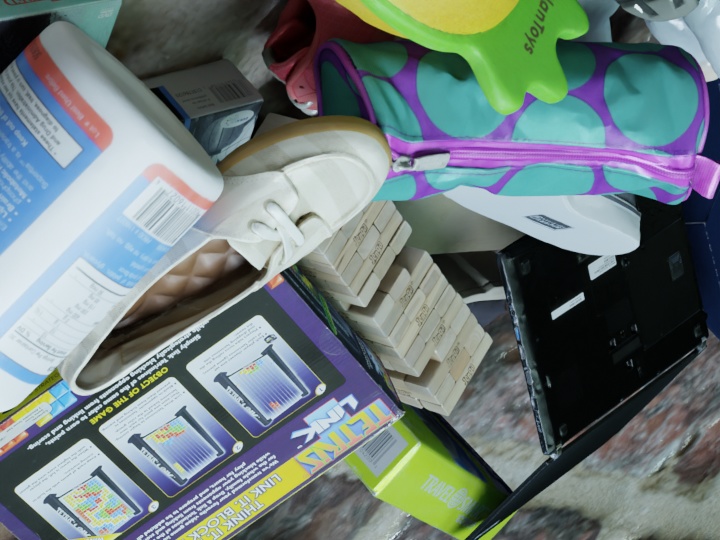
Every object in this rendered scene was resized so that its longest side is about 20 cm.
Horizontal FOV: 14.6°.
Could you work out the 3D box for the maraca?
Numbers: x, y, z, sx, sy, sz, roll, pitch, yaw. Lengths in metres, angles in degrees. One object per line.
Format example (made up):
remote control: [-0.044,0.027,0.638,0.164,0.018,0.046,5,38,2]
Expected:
maraca: [0.037,-0.161,1.330,0.107,0.200,0.138,-19,-142,45]

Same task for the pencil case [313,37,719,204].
pencil case: [0.075,-0.072,1.401,0.199,0.093,0.086,-2,125,-21]

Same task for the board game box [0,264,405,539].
board game box: [-0.101,0.071,1.460,0.199,0.057,0.165,-35,134,6]

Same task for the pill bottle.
pill bottle: [-0.167,-0.007,1.288,0.200,0.112,0.112,-45,152,5]

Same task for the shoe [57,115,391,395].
shoe: [-0.067,-0.005,1.337,0.199,0.054,0.070,-31,135,19]

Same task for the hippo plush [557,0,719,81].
hippo plush: [0.148,-0.153,1.480,0.160,0.159,0.201,-29,150,-25]

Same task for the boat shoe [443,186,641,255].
boat shoe: [0.099,-0.064,1.541,0.071,0.068,0.200,-5,164,32]

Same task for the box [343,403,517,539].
box: [0.023,0.104,1.725,0.048,0.122,0.200,-46,152,4]

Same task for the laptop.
laptop: [0.121,0.050,1.700,0.177,0.103,0.201,-32,114,-44]

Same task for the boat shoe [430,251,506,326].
boat shoe: [0.025,0.018,1.661,0.063,0.073,0.200,-56,154,19]

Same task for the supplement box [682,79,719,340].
supplement box: [0.300,-0.082,1.804,0.199,0.134,0.201,-21,146,-33]

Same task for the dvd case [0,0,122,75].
dvd case: [-0.200,-0.047,1.332,0.145,0.022,0.201,-15,143,-42]

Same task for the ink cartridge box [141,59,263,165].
ink cartridge box: [-0.122,-0.015,1.460,0.099,0.039,0.201,-19,146,-38]

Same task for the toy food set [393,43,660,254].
toy food set: [0.088,-0.082,1.628,0.199,0.061,0.144,-4,139,-41]

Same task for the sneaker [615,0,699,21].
sneaker: [0.126,-0.220,1.351,0.075,0.201,0.079,-14,-168,42]

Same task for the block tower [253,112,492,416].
block tower: [0.000,0.000,1.506,0.058,0.054,0.200,-58,139,-21]

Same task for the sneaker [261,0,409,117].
sneaker: [-0.013,-0.108,1.456,0.086,0.074,0.201,-14,141,-18]
